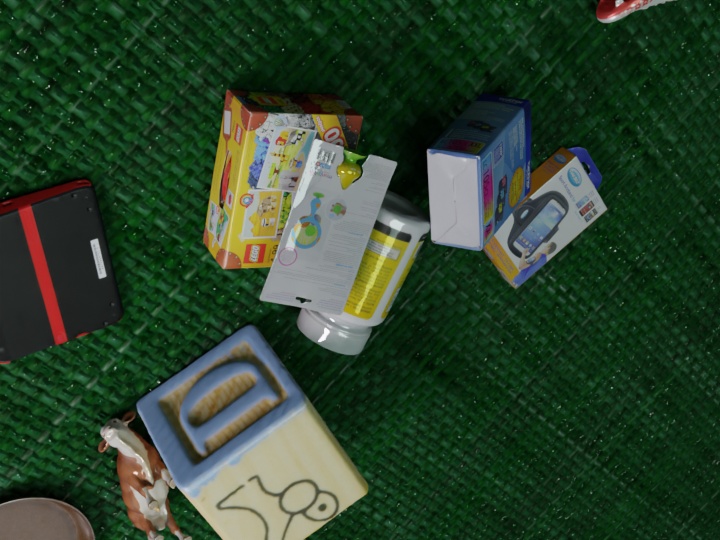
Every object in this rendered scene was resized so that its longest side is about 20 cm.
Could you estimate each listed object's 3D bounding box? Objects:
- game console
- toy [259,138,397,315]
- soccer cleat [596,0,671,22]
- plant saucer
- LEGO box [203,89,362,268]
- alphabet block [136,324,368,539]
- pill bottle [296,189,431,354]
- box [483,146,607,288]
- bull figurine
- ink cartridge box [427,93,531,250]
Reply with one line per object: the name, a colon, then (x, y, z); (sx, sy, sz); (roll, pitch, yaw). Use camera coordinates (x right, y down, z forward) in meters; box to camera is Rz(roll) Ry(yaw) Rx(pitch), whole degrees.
game console: (-0.376, 0.004, 1.395); (0.176, 0.031, 0.201); (-22, 127, -22)
toy: (-0.044, -0.054, 1.428); (0.115, 0.047, 0.201); (12, 108, -31)
soccer cleat: (0.394, -0.374, 1.566); (0.200, 0.069, 0.085); (-41, 126, -7)
plant saucer: (-0.449, 0.370, 1.573); (0.200, 0.032, 0.201); (-15, 125, -22)
LEGO box: (-0.095, -0.109, 1.446); (0.148, 0.077, 0.201); (-3, 120, -28)
alphabet block: (-0.139, 0.228, 1.554); (0.195, 0.196, 0.200); (-34, 129, -5)
pill bottle: (0.000, 0.000, 1.544); (0.114, 0.114, 0.200); (14, 111, -35)
box: (0.259, -0.080, 1.688); (0.200, 0.041, 0.119); (-40, 130, 1)
bull figurine: (-0.280, 0.277, 1.562); (0.065, 0.121, 0.200); (-29, 135, -22)
ink cartridge box: (0.161, -0.135, 1.535); (0.200, 0.076, 0.137); (-49, 143, -47)
